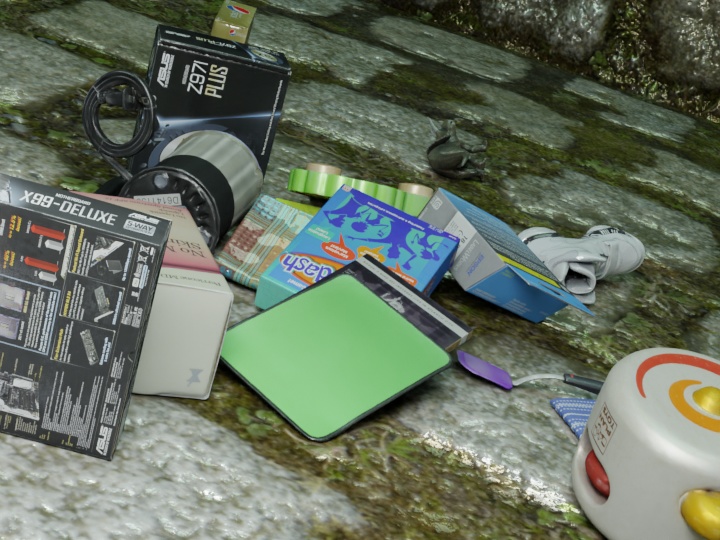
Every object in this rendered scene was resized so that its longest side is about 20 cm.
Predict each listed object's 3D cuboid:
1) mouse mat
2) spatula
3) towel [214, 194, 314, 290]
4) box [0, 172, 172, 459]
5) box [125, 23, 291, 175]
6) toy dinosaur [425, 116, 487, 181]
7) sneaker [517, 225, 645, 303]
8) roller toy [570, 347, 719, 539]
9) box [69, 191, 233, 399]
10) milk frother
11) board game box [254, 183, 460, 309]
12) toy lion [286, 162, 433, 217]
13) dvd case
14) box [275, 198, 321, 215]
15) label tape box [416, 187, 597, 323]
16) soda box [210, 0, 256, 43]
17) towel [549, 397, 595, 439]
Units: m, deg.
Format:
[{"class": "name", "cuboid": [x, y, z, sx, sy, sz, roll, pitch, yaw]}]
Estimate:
[{"class": "mouse mat", "cuboid": [-0.027, 0.078, 1.332, 0.199, 0.008, 0.161, -26, 54, -39]}, {"class": "spatula", "cuboid": [0.198, 0.116, 1.477, 0.198, 0.021, 0.057, 9, 15, -2]}, {"class": "towel", "cuboid": [-0.048, -0.007, 1.544, 0.199, 0.022, 0.147, 23, 41, 6]}, {"class": "box", "cuboid": [-0.244, 0.037, 1.081, 0.156, 0.201, 0.050, 15, 26, -4]}, {"class": "box", "cuboid": [-0.187, -0.178, 1.692, 0.162, 0.201, 0.086, 12, 20, -14]}, {"class": "toy dinosaur", "cuboid": [0.144, -0.170, 2.165, 0.101, 0.078, 0.200, 6, 24, 5]}, {"class": "sneaker", "cuboid": [0.304, -0.005, 1.830, 0.198, 0.076, 0.115, 2, 25, -24]}, {"class": "roller toy", "cuboid": [0.287, 0.162, 1.233, 0.182, 0.141, 0.200, 31, 34, 23]}, {"class": "box", "cuboid": [-0.208, 0.019, 1.290, 0.127, 0.110, 0.200, 8, 21, -24]}, {"class": "milk frother", "cuboid": [-0.208, -0.126, 1.544, 0.179, 0.202, 0.188, 14, 19, 6]}, {"class": "board game box", "cuboid": [0.000, 0.000, 1.501, 0.151, 0.045, 0.200, 25, 42, 12]}, {"class": "toy lion", "cuboid": [0.006, -0.091, 1.727, 0.198, 0.069, 0.192, 11, 0, -10]}, {"class": "dvd case", "cuboid": [-0.005, 0.062, 1.376, 0.148, 0.016, 0.199, 36, 43, 25]}, {"class": "box", "cuboid": [-0.006, -0.027, 1.667, 0.198, 0.048, 0.122, 11, 21, -15]}, {"class": "label tape box", "cuboid": [0.166, 0.001, 1.642, 0.144, 0.063, 0.200, 24, 20, -43]}, {"class": "soda box", "cuboid": [-0.233, -0.436, 2.536, 0.064, 0.068, 0.200, 15, 20, -6]}, {"class": "towel", "cuboid": [0.287, 0.185, 1.394, 0.144, 0.024, 0.200, 8, 20, -18]}]
